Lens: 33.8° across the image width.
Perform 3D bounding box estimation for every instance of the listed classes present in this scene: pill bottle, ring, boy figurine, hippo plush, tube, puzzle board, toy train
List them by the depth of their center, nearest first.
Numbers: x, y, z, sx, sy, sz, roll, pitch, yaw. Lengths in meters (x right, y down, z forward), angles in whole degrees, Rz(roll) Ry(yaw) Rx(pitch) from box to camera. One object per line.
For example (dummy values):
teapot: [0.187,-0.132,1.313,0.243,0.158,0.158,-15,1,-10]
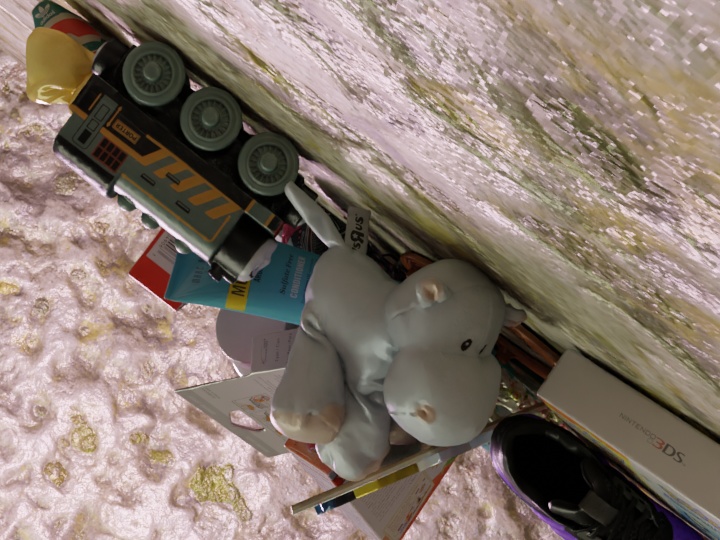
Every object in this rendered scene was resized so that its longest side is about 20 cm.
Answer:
hippo plush: [0.043,0.048,0.829,0.159,0.204,0.158,-3,166,42]
toy train: [-0.130,-0.081,0.879,0.199,0.115,0.085,38,176,-4]
tube: [-0.052,0.012,0.946,0.197,0.079,0.051,15,151,-7]
boy figurine: [-0.186,-0.122,0.952,0.198,0.125,0.065,28,135,-5]
puzzle board: [0.056,0.152,0.961,0.199,0.150,0.018,-10,-105,-54]
ring: [0.110,0.052,0.975,0.199,0.019,0.200,38,176,3]
pill bottle: [-0.072,0.082,1.256,0.110,0.111,0.200,34,177,29]

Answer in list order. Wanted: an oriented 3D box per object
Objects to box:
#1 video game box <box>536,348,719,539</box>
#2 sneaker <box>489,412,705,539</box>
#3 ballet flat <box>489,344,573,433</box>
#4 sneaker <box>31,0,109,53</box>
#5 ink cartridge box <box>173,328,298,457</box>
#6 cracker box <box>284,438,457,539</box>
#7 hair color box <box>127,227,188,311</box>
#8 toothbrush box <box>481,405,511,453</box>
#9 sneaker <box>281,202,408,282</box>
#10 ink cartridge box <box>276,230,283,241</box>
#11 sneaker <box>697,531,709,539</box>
video game box: [0.233,0.149,0.808,0.199,0.047,0.182,34,173,41]
sneaker: [0.168,0.172,0.824,0.199,0.070,0.100,36,174,14]
ballet flat: [0.164,0.134,1.085,0.199,0.064,0.076,37,-168,10]
sneaker: [-0.251,-0.195,1.102,0.094,0.070,0.200,54,179,5]
ink cartridge box: [-0.060,0.122,1.173,0.173,0.045,0.200,-11,149,21]
cracker box: [0.020,0.156,1.079,0.057,0.135,0.201,28,161,31]
hair color box: [-0.169,-0.022,1.191,0.064,0.112,0.200,37,177,-6]
toothbrush box: [0.145,0.142,1.204,0.199,0.086,0.146,35,174,17]
sneaker: [0.000,0.000,1.036,0.074,0.082,0.200,-3,151,35]
ink cartridge box: [-0.117,-0.086,1.170,0.199,0.051,0.109,36,176,38]
sneaker: [0.250,0.209,0.960,0.199,0.098,0.071,32,172,40]
